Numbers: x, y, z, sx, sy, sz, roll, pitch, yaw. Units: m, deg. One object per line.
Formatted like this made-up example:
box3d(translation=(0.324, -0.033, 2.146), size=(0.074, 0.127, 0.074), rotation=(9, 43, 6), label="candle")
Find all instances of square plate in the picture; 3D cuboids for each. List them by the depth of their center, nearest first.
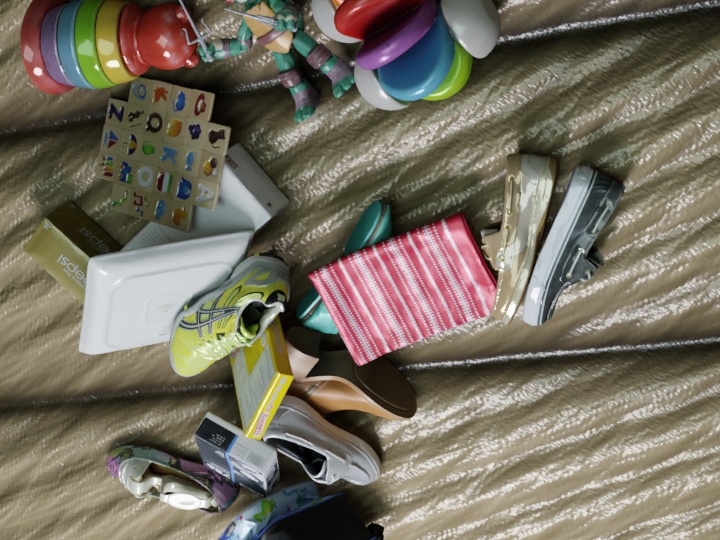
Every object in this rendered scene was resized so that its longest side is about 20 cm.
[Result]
box3d(translation=(-0.233, 0.034, 1.700), size=(0.199, 0.199, 0.029), rotation=(110, 144, -51), label="square plate")

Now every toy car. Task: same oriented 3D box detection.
box3d(translation=(0.039, -0.266, 1.520), size=(0.175, 0.150, 0.201), rotation=(-28, 99, 27), label="toy car")

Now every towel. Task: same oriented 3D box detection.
box3d(translation=(0.057, 0.024, 1.659), size=(0.199, 0.023, 0.145), rotation=(-21, 118, 11), label="towel")

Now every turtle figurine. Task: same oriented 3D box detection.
box3d(translation=(-0.101, -0.267, 1.598), size=(0.200, 0.101, 0.149), rotation=(45, 148, -18), label="turtle figurine")

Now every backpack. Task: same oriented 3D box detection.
box3d(translation=(-0.102, 0.376, 1.821), size=(0.147, 0.183, 0.200), rotation=(48, 125, 20), label="backpack")

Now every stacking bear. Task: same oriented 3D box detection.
box3d(translation=(-0.285, -0.270, 1.666), size=(0.199, 0.114, 0.122), rotation=(-2, 110, 16), label="stacking bear")

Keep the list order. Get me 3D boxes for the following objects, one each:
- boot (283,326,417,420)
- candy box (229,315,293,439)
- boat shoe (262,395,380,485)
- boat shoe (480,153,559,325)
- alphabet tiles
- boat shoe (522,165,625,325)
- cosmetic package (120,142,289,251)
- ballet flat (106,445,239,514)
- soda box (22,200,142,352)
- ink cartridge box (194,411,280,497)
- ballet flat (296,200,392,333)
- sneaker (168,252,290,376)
box3d(translation=(-0.042, 0.159, 1.775), size=(0.199, 0.074, 0.155), rotation=(30, 132, -8), label="boot")
box3d(translation=(-0.124, 0.100, 1.712), size=(0.026, 0.200, 0.103), rotation=(13, 122, -22), label="candy box")
box3d(translation=(-0.048, 0.226, 1.754), size=(0.072, 0.069, 0.200), rotation=(-14, 139, 32), label="boat shoe")
box3d(translation=(0.171, -0.039, 1.609), size=(0.069, 0.074, 0.201), rotation=(15, 106, 8), label="boat shoe")
box3d(translation=(-0.240, -0.141, 1.704), size=(0.199, 0.006, 0.167), rotation=(16, 99, 33), label="alphabet tiles")
box3d(translation=(0.239, -0.018, 1.592), size=(0.071, 0.072, 0.201), rotation=(22, 118, 8), label="boat shoe")
box3d(translation=(-0.192, -0.053, 1.737), size=(0.200, 0.074, 0.102), rotation=(-39, 94, 26), label="cosmetic package")
box3d(translation=(-0.261, 0.283, 1.898), size=(0.199, 0.071, 0.070), rotation=(12, 115, 16), label="ballet flat")
box3d(translation=(-0.329, 0.007, 1.812), size=(0.200, 0.068, 0.064), rotation=(41, 119, 0), label="soda box")
box3d(translation=(-0.152, 0.240, 1.788), size=(0.099, 0.039, 0.200), rotation=(27, 162, 9), label="ink cartridge box")
box3d(translation=(0.000, 0.000, 1.700), size=(0.070, 0.068, 0.200), rotation=(26, 121, -19), label="ballet flat")
box3d(translation=(-0.160, 0.063, 1.677), size=(0.075, 0.077, 0.200), rotation=(28, 120, -30), label="sneaker")
